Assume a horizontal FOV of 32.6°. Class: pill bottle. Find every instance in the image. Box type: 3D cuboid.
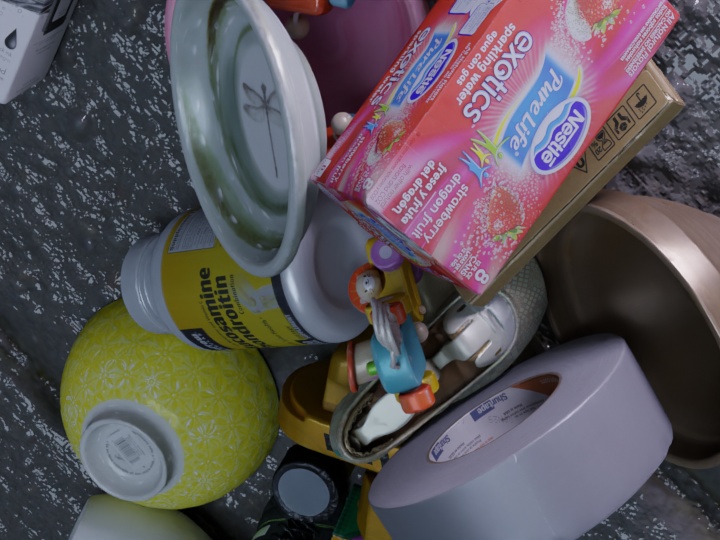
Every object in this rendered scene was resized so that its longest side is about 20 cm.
[{"bbox_3d":[-0.087,0.003,0.932,0.199,0.112,0.113,-6,115,39],"label":"pill bottle"}]

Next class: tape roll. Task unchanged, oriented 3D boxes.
[{"bbox_3d":[0.104,0.123,0.813,0.199,0.200,0.066,-30,97,28],"label":"tape roll"}]

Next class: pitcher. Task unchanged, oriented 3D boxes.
[{"bbox_3d":[-0.182,0.297,1.131,0.199,0.122,0.172,27,134,-9],"label":"pitcher"}]

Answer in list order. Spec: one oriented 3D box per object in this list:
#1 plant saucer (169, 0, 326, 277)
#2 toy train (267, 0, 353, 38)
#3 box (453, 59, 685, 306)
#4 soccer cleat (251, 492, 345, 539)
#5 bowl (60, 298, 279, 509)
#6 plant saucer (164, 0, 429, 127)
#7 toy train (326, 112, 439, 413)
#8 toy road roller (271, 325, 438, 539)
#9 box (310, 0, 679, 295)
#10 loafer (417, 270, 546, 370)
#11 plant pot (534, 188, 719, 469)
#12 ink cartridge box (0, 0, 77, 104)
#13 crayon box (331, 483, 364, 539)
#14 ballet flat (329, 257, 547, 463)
[{"bbox_3d":[-0.067,-0.098,0.806,0.050,0.200,0.202,-14,122,-25],"label":"plant saucer"},{"bbox_3d":[-0.094,-0.240,0.795,0.198,0.056,0.152,19,112,15],"label":"toy train"},{"bbox_3d":[0.101,-0.101,0.829,0.200,0.021,0.164,-48,56,32],"label":"box"},{"bbox_3d":[-0.071,0.252,1.034,0.067,0.081,0.201,36,80,-9],"label":"soccer cleat"},{"bbox_3d":[-0.178,0.131,1.042,0.198,0.108,0.202,8,117,15],"label":"bowl"},{"bbox_3d":[-0.041,-0.165,0.874,0.198,0.051,0.203,7,113,17],"label":"plant saucer"},{"bbox_3d":[0.000,0.000,0.814,0.055,0.201,0.151,-18,137,12],"label":"toy train"},{"bbox_3d":[0.032,0.124,0.959,0.198,0.123,0.147,17,118,11],"label":"toy road roller"},{"bbox_3d":[0.074,-0.098,0.708,0.095,0.100,0.201,37,86,-23],"label":"box"},{"bbox_3d":[0.080,0.037,0.931,0.076,0.068,0.200,-35,101,29],"label":"loafer"},{"bbox_3d":[0.216,0.026,0.841,0.201,0.092,0.202,50,157,30],"label":"plant pot"},{"bbox_3d":[-0.261,-0.241,0.905,0.115,0.068,0.201,33,121,0],"label":"ink cartridge box"},{"bbox_3d":[0.032,0.279,1.049,0.118,0.058,0.201,16,134,11],"label":"crayon box"},{"bbox_3d":[0.060,0.068,0.867,0.200,0.062,0.067,-44,90,2],"label":"ballet flat"}]
